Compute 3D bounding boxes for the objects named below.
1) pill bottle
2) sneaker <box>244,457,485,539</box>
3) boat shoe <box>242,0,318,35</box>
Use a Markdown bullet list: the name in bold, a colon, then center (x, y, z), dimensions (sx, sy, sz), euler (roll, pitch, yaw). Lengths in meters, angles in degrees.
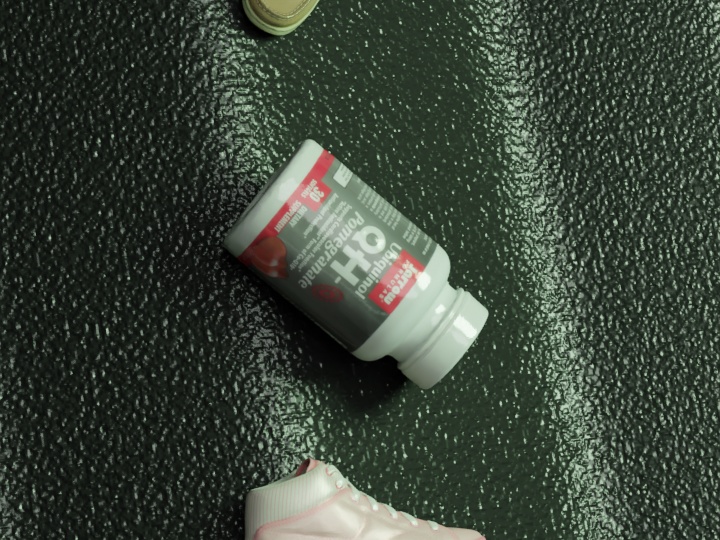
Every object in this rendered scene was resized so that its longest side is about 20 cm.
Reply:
- **pill bottle**: center (0.000, 0.000, 1.669), dimensions (0.200, 0.111, 0.111), euler (39, 64, -6)
- **sneaker**: center (0.003, 0.191, 1.629), dimensions (0.199, 0.075, 0.106), euler (-5, 81, -18)
- **boat shoe**: center (-0.040, -0.289, 1.768), dimensions (0.074, 0.066, 0.201), euler (27, 66, -11)
